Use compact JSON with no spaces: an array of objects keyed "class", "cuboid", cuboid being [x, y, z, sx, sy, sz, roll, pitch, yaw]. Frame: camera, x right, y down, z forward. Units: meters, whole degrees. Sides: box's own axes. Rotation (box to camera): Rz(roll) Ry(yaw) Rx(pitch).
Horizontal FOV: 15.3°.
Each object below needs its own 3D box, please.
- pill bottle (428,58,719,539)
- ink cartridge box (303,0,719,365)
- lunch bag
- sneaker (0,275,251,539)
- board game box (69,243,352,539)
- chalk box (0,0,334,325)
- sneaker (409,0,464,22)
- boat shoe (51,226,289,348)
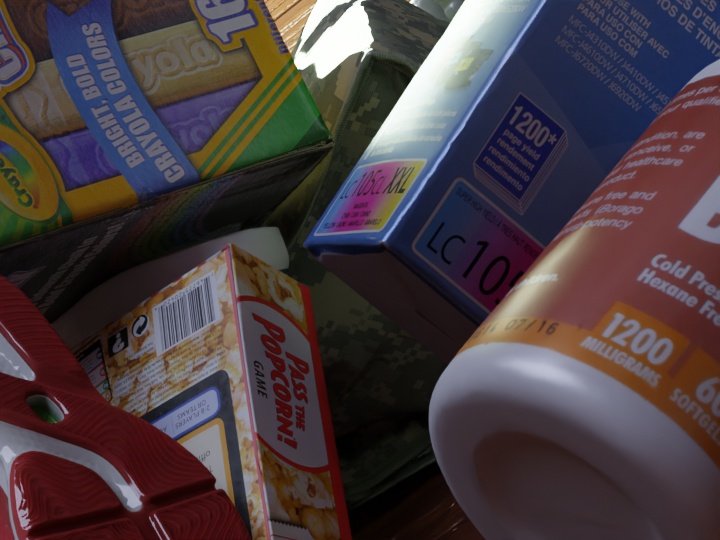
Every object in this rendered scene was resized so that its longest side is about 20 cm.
[{"class":"pill bottle","cuboid":[0.118,0.005,0.809,0.200,0.112,0.112,-49,17,-29]},{"class":"ink cartridge box","cuboid":[0.093,-0.050,0.908,0.200,0.136,0.076,-57,21,-15]},{"class":"lunch bag","cuboid":[0.000,0.000,1.089,0.201,0.117,0.164,-64,12,13]},{"class":"sneaker","cuboid":[-0.104,0.099,0.869,0.078,0.200,0.116,-10,-42,-36]},{"class":"board game box","cuboid":[-0.073,0.113,0.899,0.151,0.046,0.201,-31,50,27]},{"class":"chalk box","cuboid":[-0.137,-0.048,0.977,0.199,0.124,0.124,-18,-14,-35]},{"class":"sneaker","cuboid":[0.055,-0.109,1.233,0.200,0.075,0.081,-29,9,35]},{"class":"boat shoe","cuboid":[-0.088,0.046,1.019,0.073,0.066,0.200,-14,-14,-44]}]
